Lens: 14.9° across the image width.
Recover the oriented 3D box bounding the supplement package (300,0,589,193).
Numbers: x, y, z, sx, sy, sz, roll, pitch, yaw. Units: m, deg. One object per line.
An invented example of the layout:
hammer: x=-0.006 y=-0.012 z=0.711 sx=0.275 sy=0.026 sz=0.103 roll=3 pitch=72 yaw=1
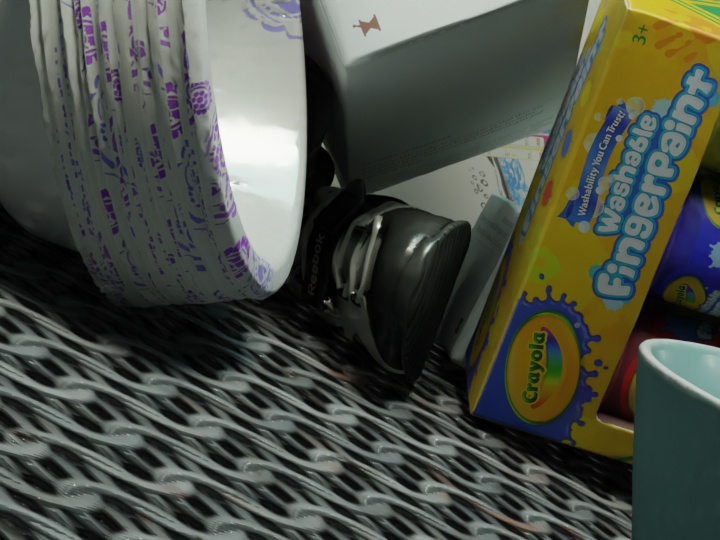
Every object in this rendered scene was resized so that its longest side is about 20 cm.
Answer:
supplement package: x=0.026 y=-0.128 z=1.232 sx=0.200 sy=0.117 sz=0.117 roll=89 pitch=-19 yaw=-76

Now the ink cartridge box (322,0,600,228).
ink cartridge box: x=0.095 y=-0.077 z=1.475 sx=0.199 sy=0.146 sz=0.147 roll=6 pitch=0 yaw=20

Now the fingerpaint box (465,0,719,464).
fingerpaint box: x=0.156 y=-0.011 z=1.209 sx=0.166 sy=0.201 sz=0.073 roll=18 pitch=22 yaw=-7

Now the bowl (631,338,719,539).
bowl: x=0.176 y=0.108 z=0.984 sx=0.200 sy=0.105 sz=0.201 roll=20 pitch=8 yaw=-3

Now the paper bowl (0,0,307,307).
paper bowl: x=-0.088 y=-0.085 z=1.059 sx=0.104 sy=0.202 sz=0.201 roll=-5 pitch=5 yaw=9

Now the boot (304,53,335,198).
boot: x=-0.093 y=-0.106 z=1.239 sx=0.200 sy=0.070 sz=0.132 roll=48 pitch=-8 yaw=5

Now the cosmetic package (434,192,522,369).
cosmetic package: x=0.138 y=0.045 z=1.332 sx=0.199 sy=0.081 sz=0.113 roll=29 pitch=4 yaw=-10

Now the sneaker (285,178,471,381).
sneaker: x=0.000 y=0.000 z=1.222 sx=0.088 sy=0.074 sz=0.200 roll=22 pitch=-2 yaw=1
